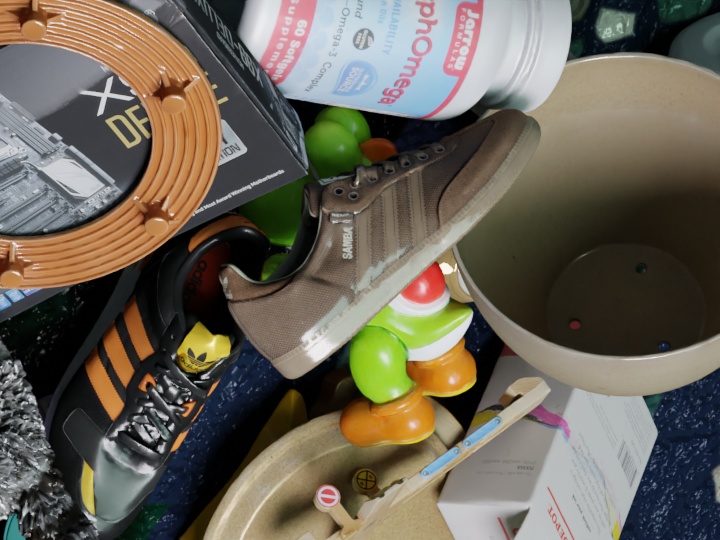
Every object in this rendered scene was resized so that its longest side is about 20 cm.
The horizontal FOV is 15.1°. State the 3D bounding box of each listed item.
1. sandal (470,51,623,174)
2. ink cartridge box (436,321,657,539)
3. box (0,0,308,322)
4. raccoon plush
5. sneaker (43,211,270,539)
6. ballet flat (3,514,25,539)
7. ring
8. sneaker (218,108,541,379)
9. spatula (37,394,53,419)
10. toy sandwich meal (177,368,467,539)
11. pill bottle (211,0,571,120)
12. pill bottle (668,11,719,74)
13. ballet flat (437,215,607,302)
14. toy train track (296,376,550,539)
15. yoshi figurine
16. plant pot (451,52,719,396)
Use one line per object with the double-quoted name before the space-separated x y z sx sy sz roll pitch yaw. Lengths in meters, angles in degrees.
"sandal" 0.077 -0.132 1.595 0.082 0.050 0.203 -38 119 4
"ink cartridge box" 0.112 0.137 1.679 0.117 0.067 0.200 63 39 -37
"box" -0.151 -0.073 1.391 0.200 0.050 0.158 -25 132 15
"raccoon plush" -0.227 0.110 1.409 0.134 0.200 0.097 -27 152 -25
"sneaker" -0.111 0.055 1.487 0.070 0.090 0.200 29 75 -25
"ballet flat" -0.164 0.197 1.576 0.067 0.067 0.200 -37 135 -44
"ring" -0.168 -0.060 1.353 0.200 0.019 0.200 -4 134 -4
"sneaker" 0.011 -0.032 1.463 0.200 0.070 0.076 -44 98 -15
"spatula" -0.147 0.060 1.540 0.200 0.021 0.057 -37 127 -17
"toy sandwich meal" -0.022 0.153 1.652 0.205 0.070 0.205 -15 120 -27
"pill bottle" 0.010 -0.140 1.478 0.200 0.109 0.109 7 108 -27
"pill bottle" 0.254 -0.056 1.719 0.113 0.113 0.200 -23 123 -26
"ballet flat" 0.107 -0.026 1.658 0.200 0.063 0.069 -28 126 -23
"toy train track" 0.028 0.114 1.590 0.200 0.033 0.115 -33 167 -26
"yoshi figurine" -0.010 -0.003 1.561 0.112 0.112 0.200 -22 116 -7
"plant pot" 0.154 -0.006 1.564 0.200 0.200 0.134 -39 153 -15
